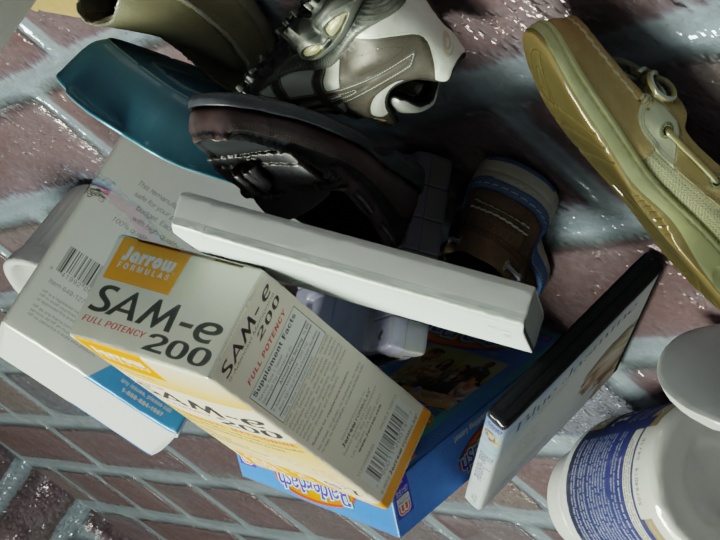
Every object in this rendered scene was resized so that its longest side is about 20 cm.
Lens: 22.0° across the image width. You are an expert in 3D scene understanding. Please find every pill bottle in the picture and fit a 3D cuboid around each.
[{"bbox_3d":[0.206,0.151,1.280,0.111,0.111,0.200,35,161,-9],"label":"pill bottle"}]

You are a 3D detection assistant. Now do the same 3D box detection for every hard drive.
[{"bbox_3d":[0.003,0.002,1.045,0.198,0.027,0.132,16,174,10],"label":"hard drive"}]

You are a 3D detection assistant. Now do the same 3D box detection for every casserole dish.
[{"bbox_3d":[-0.096,-0.094,1.130,0.121,0.039,0.199,38,-167,32],"label":"casserole dish"}]

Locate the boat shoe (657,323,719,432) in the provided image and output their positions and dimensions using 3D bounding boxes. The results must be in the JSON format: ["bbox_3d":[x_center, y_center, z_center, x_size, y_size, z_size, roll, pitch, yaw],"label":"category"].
[{"bbox_3d":[0.270,0.085,1.086,0.199,0.072,0.066,9,147,33],"label":"boat shoe"}]

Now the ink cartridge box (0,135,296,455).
[{"bbox_3d":[-0.150,0.006,1.349,0.147,0.201,0.145,33,164,-4],"label":"ink cartridge box"}]

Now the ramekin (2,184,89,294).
[{"bbox_3d":[-0.203,0.014,1.614,0.199,0.098,0.201,29,160,11],"label":"ramekin"}]

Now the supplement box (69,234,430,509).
[{"bbox_3d":[-0.064,0.064,1.132,0.125,0.074,0.200,13,160,41],"label":"supplement box"}]

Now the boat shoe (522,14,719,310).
[{"bbox_3d":[0.156,-0.060,0.933,0.201,0.063,0.073,48,-179,-22],"label":"boat shoe"}]

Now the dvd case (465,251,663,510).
[{"bbox_3d":[0.125,0.075,1.170,0.018,0.143,0.200,43,164,14],"label":"dvd case"}]

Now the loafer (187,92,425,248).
[{"bbox_3d":[-0.026,-0.049,1.039,0.071,0.064,0.199,3,172,34],"label":"loafer"}]

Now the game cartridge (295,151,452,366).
[{"bbox_3d":[0.000,0.000,1.210,0.038,0.131,0.200,9,169,-20],"label":"game cartridge"}]

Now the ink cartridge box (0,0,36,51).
[{"bbox_3d":[-0.296,-0.229,1.103,0.199,0.085,0.145,26,160,17],"label":"ink cartridge box"}]

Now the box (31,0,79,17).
[{"bbox_3d":[-0.229,-0.230,1.161,0.163,0.021,0.200,16,155,41],"label":"box"}]

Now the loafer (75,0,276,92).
[{"bbox_3d":[-0.130,-0.165,1.089,0.200,0.069,0.075,42,159,-30],"label":"loafer"}]

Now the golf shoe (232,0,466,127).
[{"bbox_3d":[-0.009,-0.108,1.031,0.094,0.078,0.200,35,162,-10],"label":"golf shoe"}]

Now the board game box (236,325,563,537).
[{"bbox_3d":[0.033,0.094,1.282,0.151,0.200,0.045,15,129,42],"label":"board game box"}]

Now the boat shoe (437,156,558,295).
[{"bbox_3d":[0.075,-0.002,1.167,0.072,0.073,0.200,27,161,13],"label":"boat shoe"}]
